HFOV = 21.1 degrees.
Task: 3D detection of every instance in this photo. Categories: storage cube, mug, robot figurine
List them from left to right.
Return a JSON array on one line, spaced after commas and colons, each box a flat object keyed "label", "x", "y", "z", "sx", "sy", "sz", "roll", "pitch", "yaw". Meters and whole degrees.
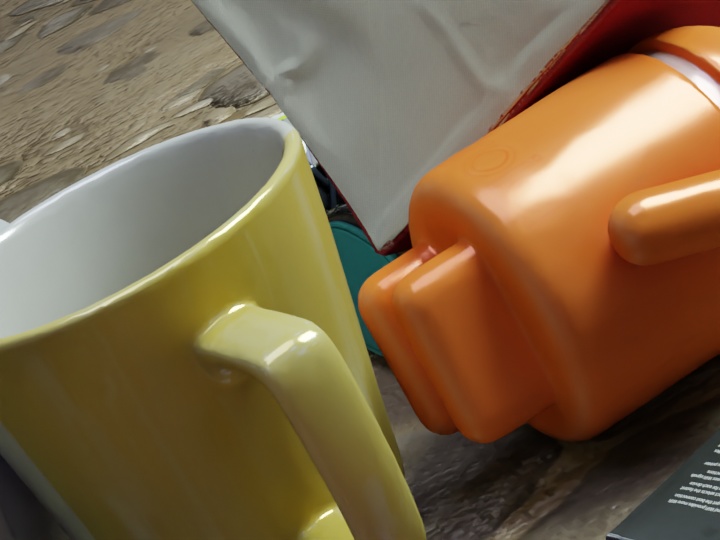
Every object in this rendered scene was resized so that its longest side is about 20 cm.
[{"label": "mug", "x": -0.057, "y": 0.056, "z": 0.671, "sx": 0.148, "sy": 0.154, "sz": 0.187, "roll": -23, "pitch": 21, "yaw": 8}, {"label": "storage cube", "x": 0.059, "y": -0.135, "z": 0.816, "sx": 0.200, "sy": 0.171, "sz": 0.179, "roll": -47, "pitch": -19, "yaw": 32}, {"label": "robot figurine", "x": 0.099, "y": -0.015, "z": 0.712, "sx": 0.199, "sy": 0.144, "sz": 0.117, "roll": -33, "pitch": 61, "yaw": -17}]

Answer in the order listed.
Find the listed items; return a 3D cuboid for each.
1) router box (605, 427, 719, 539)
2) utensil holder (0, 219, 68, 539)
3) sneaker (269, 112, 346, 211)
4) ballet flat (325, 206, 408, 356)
[{"label": "router box", "x": 0.188, "y": 0.059, "z": 0.510, "sx": 0.157, "sy": 0.053, "sz": 0.199, "roll": -37, "pitch": 23, "yaw": -26}, {"label": "utensil holder", "x": -0.190, "y": 0.079, "z": 0.760, "sx": 0.169, "sy": 0.171, "sz": 0.200, "roll": -21, "pitch": 19, "yaw": 14}, {"label": "sneaker", "x": -0.019, "y": -0.055, "z": 1.023, "sx": 0.081, "sy": 0.074, "sz": 0.200, "roll": -1, "pitch": 33, "yaw": 43}, {"label": "ballet flat", "x": 0.000, "y": 0.000, "z": 0.882, "sx": 0.075, "sy": 0.068, "sz": 0.199, "roll": -20, "pitch": 12, "yaw": -32}]
